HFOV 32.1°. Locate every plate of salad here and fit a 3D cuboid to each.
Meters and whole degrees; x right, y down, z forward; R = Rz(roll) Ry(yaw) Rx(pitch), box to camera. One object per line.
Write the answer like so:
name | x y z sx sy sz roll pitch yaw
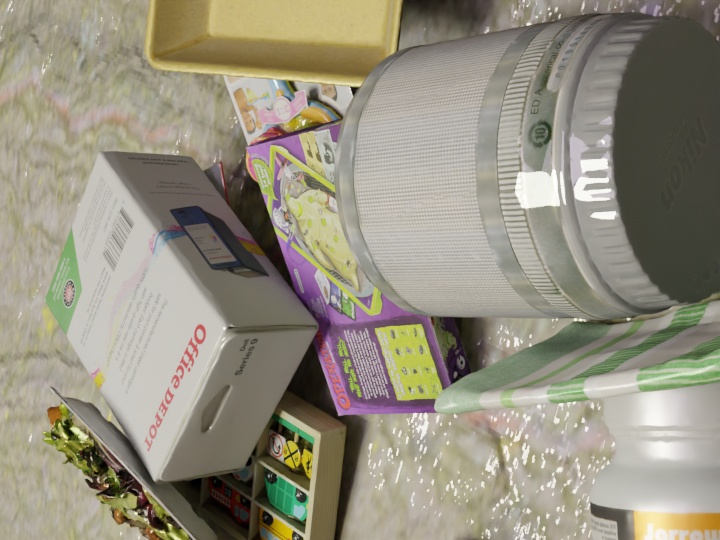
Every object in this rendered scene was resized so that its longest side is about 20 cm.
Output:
plate of salad | -0.174 0.168 0.950 0.048 0.201 0.199 -43 48 -15

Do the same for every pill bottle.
pill bottle | 0.177 0.156 0.644 0.115 0.115 0.203 -6 85 45

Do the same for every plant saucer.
plant saucer | -0.044 -0.225 0.828 0.198 0.048 0.203 9 95 28

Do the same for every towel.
towel | 0.157 0.037 0.644 0.198 0.152 0.024 -13 94 43

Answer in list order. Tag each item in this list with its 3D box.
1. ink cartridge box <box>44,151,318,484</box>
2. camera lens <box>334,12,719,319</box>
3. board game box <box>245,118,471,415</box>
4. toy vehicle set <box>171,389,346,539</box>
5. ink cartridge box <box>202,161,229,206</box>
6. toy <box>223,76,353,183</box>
ink cartridge box | -0.136 0.031 0.909 0.200 0.087 0.146 50 125 36
camera lens | 0.095 -0.054 0.698 0.198 0.159 0.163 -1 88 45
board game box | 0.000 0.000 0.836 0.119 0.032 0.202 -8 105 42
toy vehicle set | -0.091 0.140 0.962 0.199 0.026 0.126 24 115 43
ink cartridge box | -0.150 -0.005 1.022 0.199 0.050 0.110 -22 74 42
toy | -0.050 -0.089 0.893 0.114 0.047 0.203 -18 90 44
